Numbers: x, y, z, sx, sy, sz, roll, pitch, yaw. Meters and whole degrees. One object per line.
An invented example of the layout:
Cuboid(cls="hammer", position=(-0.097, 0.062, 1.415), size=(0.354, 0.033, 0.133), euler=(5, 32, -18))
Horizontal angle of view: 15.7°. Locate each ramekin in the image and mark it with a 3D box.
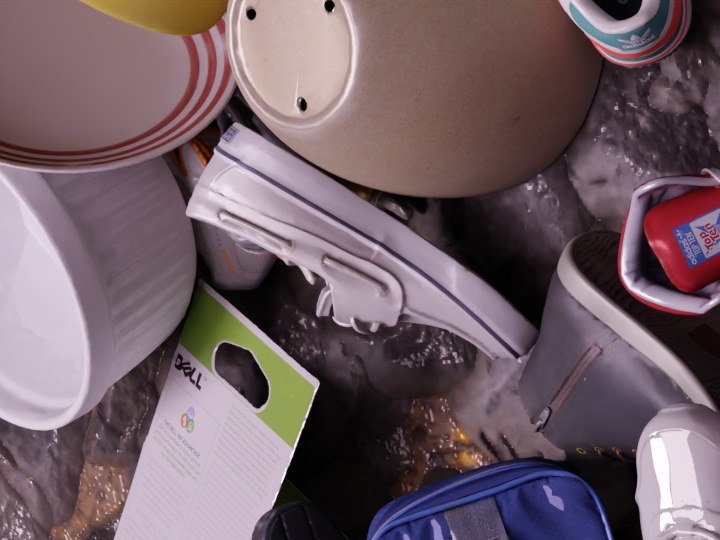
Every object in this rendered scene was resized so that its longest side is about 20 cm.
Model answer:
Cuboid(cls="ramekin", position=(-0.186, -0.019, 1.504), size=(0.200, 0.105, 0.201), euler=(30, 136, 33))

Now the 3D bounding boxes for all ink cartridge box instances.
Cuboid(cls="ink cartridge box", position=(-0.062, 0.128, 1.500), size=(0.148, 0.075, 0.201), euler=(39, 115, 50))

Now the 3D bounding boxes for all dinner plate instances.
Cuboid(cls="dinner plate", position=(-0.166, -0.117, 1.444), size=(0.200, 0.200, 0.024), euler=(41, 143, 27))

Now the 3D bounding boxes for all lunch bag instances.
Cuboid(cls="lunch bag", position=(0.081, 0.201, 1.339), size=(0.135, 0.132, 0.201), euler=(-20, 88, 3))

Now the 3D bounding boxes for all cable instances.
Cuboid(cls="cable", position=(-0.063, -0.073, 1.468), size=(0.200, 0.097, 0.050), euler=(49, 162, 29))

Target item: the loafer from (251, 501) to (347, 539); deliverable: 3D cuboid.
Cuboid(cls="loafer", position=(-0.028, 0.221, 1.430), size=(0.072, 0.073, 0.201), euler=(5, 109, 60))

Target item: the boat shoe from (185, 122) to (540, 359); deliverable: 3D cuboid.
Cuboid(cls="boat shoe", position=(0.000, 0.000, 1.383), size=(0.200, 0.072, 0.066), euler=(33, 90, -9))

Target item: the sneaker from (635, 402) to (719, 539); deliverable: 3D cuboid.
Cuboid(cls="sneaker", position=(0.165, 0.163, 1.211), size=(0.078, 0.099, 0.201), euler=(-13, 93, 32))

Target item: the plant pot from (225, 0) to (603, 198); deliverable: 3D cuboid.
Cuboid(cls="plant pot", position=(0.008, -0.127, 1.352), size=(0.200, 0.134, 0.201), euler=(14, 111, 40))

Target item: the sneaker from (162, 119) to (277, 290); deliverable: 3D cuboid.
Cuboid(cls="sneaker", position=(-0.117, -0.065, 1.528), size=(0.200, 0.076, 0.092), euler=(46, 132, 25))

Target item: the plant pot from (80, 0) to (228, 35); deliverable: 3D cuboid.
Cuboid(cls="plant pot", position=(-0.108, -0.260, 1.395), size=(0.201, 0.200, 0.189), euler=(48, 114, 22))

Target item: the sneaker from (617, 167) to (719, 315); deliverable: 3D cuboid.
Cuboid(cls="sneaker", position=(0.204, -0.040, 1.210), size=(0.200, 0.112, 0.071), euler=(-40, 74, 40))

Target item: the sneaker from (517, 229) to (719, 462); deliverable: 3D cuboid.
Cuboid(cls="sneaker", position=(0.166, 0.078, 1.315), size=(0.200, 0.075, 0.107), euler=(46, 137, 28))

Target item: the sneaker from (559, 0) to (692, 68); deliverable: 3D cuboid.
Cuboid(cls="sneaker", position=(0.104, -0.195, 1.260), size=(0.070, 0.093, 0.201), euler=(-23, 88, 10))
